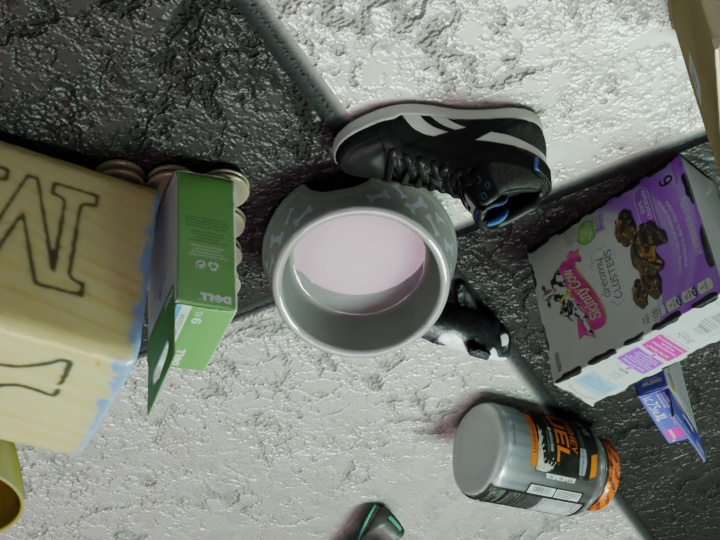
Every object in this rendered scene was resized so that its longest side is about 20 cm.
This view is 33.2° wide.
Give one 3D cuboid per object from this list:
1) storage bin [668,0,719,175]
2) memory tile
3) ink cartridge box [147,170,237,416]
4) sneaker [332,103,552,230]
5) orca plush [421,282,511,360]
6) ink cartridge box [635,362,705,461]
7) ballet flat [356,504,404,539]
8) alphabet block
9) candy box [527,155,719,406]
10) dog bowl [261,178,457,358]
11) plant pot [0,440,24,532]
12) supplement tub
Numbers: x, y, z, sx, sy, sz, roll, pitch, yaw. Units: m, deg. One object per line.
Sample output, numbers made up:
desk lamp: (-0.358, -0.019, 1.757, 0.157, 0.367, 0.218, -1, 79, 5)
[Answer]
storage bin: (0.298, -0.184, 0.921, 0.092, 0.202, 0.199, -13, 143, 11)
memory tile: (-0.189, -0.036, 1.195, 0.151, 0.017, 0.201, 1, 143, -10)
ink cartridge box: (-0.154, 0.022, 1.093, 0.058, 0.202, 0.104, 10, 142, -21)
sneaker: (0.076, -0.088, 1.086, 0.197, 0.113, 0.074, -5, 143, -2)
orca plush: (0.090, 0.043, 1.328, 0.197, 0.072, 0.105, 18, -177, -15)
ink cartridge box: (0.317, 0.098, 1.297, 0.042, 0.202, 0.119, -22, 141, 19)
ballet flat: (0.013, 0.419, 1.774, 0.068, 0.068, 0.201, 32, 139, 5)
alphabet block: (-0.311, 0.024, 1.088, 0.198, 0.198, 0.196, 17, 138, -21)
candy box: (0.274, 0.013, 1.205, 0.071, 0.170, 0.199, 28, 131, -37)
dog bowl: (0.000, 0.000, 1.188, 0.197, 0.059, 0.202, -1, 124, -1)
plant pot: (-0.473, 0.199, 1.353, 0.197, 0.143, 0.201, -4, 143, -3)
supplement tub: (0.227, 0.245, 1.543, 0.198, 0.124, 0.123, 14, 139, -27)
